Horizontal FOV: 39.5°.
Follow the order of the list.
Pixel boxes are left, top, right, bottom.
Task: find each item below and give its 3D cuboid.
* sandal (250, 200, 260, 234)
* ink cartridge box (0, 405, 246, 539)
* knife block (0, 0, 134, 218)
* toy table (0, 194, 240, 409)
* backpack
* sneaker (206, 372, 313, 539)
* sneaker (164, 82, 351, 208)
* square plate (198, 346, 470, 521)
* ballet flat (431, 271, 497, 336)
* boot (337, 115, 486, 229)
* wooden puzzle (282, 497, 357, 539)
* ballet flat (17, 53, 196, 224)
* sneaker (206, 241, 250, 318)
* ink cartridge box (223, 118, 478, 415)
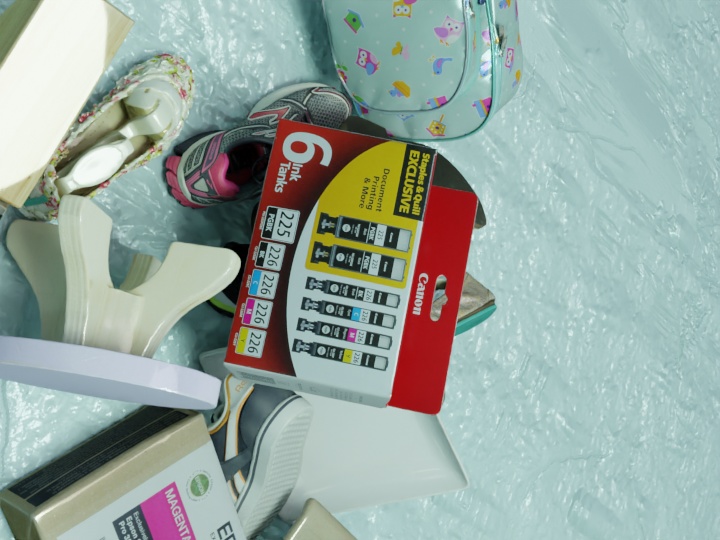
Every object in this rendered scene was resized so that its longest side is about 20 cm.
[{"bbox_3d":[-0.014,-0.029,0.965,0.199,0.054,0.082,22,54,-37],"label":"sandal"},{"bbox_3d":[-0.182,0.235,0.834,0.164,0.075,0.202,-30,112,-36],"label":"ink cartridge box"},{"bbox_3d":[-0.248,-0.087,0.687,0.064,0.199,0.177,33,42,-39],"label":"knife block"},{"bbox_3d":[-0.192,0.029,0.744,0.198,0.184,0.118,11,75,0],"label":"toy table"},{"bbox_3d":[0.061,-0.218,0.945,0.154,0.174,0.201,-58,141,-47],"label":"backpack"},{"bbox_3d":[-0.097,0.162,0.889,0.078,0.079,0.201,-35,153,-44],"label":"sneaker"},{"bbox_3d":[-0.077,-0.109,0.903,0.200,0.074,0.081,-37,116,-35],"label":"sneaker"},{"bbox_3d":[-0.021,0.133,0.915,0.029,0.196,0.201,-69,141,-60],"label":"square plate"},{"bbox_3d":[0.054,0.051,0.995,0.199,0.068,0.067,-24,73,-43],"label":"ballet flat"},{"bbox_3d":[0.038,-0.078,0.963,0.199,0.075,0.074,22,40,-35],"label":"boot"},{"bbox_3d":[-0.036,0.335,0.888,0.186,0.046,0.201,50,61,-29],"label":"wooden puzzle"},{"bbox_3d":[-0.191,-0.106,0.807,0.200,0.064,0.076,-50,124,-28],"label":"ballet flat"},{"bbox_3d":[-0.044,0.015,0.885,0.198,0.083,0.072,5,60,-15],"label":"sneaker"},{"bbox_3d":[0.000,0.000,0.801,0.174,0.084,0.202,11,77,1],"label":"ink cartridge box"}]
